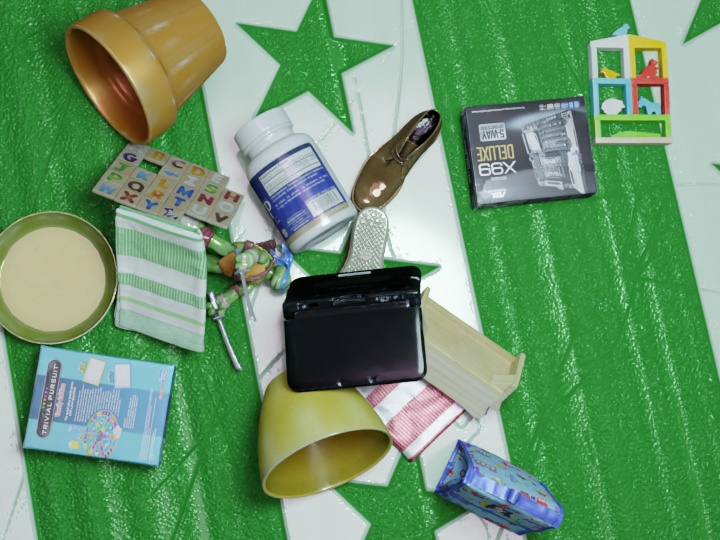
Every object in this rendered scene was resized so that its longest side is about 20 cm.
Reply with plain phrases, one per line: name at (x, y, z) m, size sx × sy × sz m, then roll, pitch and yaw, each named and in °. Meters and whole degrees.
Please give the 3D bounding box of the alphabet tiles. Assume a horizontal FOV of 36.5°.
alphabet tiles at (-0.279, -0.123, 1.634) m, size 0.199 × 0.168 × 0.008 m, roll 21°, pitch 123°, yaw -2°

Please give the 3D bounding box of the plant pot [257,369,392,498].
plant pot at (-0.070, 0.222, 1.594) m, size 0.199 × 0.200 × 0.143 m, roll -20°, pitch 60°, yaw -8°

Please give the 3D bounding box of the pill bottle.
pill bottle at (-0.104, -0.139, 1.657) m, size 0.119 × 0.120 × 0.201 m, roll -31°, pitch 86°, yaw -8°

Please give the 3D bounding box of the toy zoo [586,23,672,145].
toy zoo at (0.438, -0.304, 1.779) m, size 0.130 × 0.020 × 0.202 m, roll 0°, pitch 83°, yaw -5°

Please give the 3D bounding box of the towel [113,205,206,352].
towel at (-0.294, 0.014, 1.592) m, size 0.151 × 0.023 × 0.201 m, roll 16°, pitch 120°, yaw 15°

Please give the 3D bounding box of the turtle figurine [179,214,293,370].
turtle figurine at (-0.211, 0.010, 1.616) m, size 0.193 × 0.144 × 0.201 m, roll 28°, pitch 77°, yaw 3°

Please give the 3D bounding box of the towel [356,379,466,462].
towel at (0.063, 0.173, 1.681) m, size 0.144 × 0.023 × 0.200 m, roll -41°, pitch 88°, yaw -8°

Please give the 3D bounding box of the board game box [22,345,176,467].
board game box at (-0.385, 0.201, 1.622) m, size 0.198 × 0.047 × 0.152 m, roll 9°, pitch 82°, yaw -4°

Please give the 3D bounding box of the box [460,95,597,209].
box at (0.266, -0.186, 1.733) m, size 0.198 × 0.050 × 0.159 m, roll -5°, pitch 83°, yaw -6°

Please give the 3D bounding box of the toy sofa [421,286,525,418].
toy sofa at (0.143, 0.127, 1.657) m, size 0.199 × 0.098 × 0.083 m, roll 34°, pitch 38°, yaw -6°

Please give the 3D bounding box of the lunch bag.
lunch bag at (0.207, 0.320, 1.585) m, size 0.150 × 0.200 × 0.095 m, roll 27°, pitch 80°, yaw -1°

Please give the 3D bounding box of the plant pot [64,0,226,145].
plant pot at (-0.308, -0.322, 1.636) m, size 0.183 × 0.200 × 0.200 m, roll -39°, pitch 87°, yaw -24°

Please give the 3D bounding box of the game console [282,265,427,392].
game console at (-0.006, 0.080, 1.581) m, size 0.198 × 0.176 × 0.117 m, roll -6°, pitch 109°, yaw 5°

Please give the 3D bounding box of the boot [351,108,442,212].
boot at (0.056, -0.175, 1.700) m, size 0.073 × 0.075 × 0.200 m, roll 39°, pitch 82°, yaw -1°

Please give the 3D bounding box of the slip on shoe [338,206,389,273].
slip on shoe at (0.000, 0.000, 1.680) m, size 0.073 × 0.061 × 0.202 m, roll 14°, pitch 95°, yaw -1°

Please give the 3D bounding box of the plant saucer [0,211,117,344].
plant saucer at (-0.466, 0.012, 1.647) m, size 0.198 × 0.031 × 0.202 m, roll 1°, pitch 83°, yaw -5°
